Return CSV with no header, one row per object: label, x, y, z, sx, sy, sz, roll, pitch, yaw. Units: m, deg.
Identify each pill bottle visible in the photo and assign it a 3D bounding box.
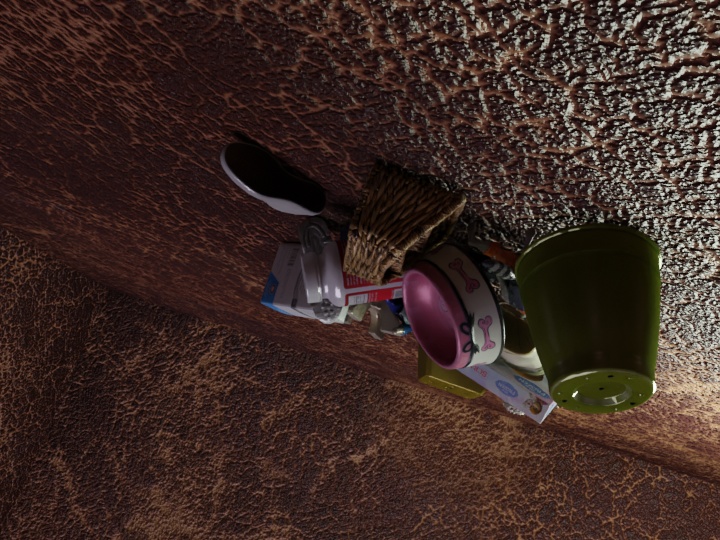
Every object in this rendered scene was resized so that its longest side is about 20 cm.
pill bottle,0.000,0.000,1.150,0.197,0.114,0.112,-8,167,-7

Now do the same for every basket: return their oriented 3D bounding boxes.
basket,0.061,-0.044,1.001,0.147,0.144,0.200,19,166,2

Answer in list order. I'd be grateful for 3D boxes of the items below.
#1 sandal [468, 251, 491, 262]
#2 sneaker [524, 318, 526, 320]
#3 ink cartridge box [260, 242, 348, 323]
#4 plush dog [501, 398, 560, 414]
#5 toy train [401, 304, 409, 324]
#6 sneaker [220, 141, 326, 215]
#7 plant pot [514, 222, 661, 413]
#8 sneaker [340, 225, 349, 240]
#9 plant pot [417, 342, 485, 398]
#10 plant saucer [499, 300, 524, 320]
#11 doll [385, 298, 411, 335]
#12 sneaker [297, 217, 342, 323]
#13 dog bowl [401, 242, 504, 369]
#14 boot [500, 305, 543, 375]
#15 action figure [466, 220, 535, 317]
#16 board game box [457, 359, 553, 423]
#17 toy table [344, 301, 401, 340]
sandal,0.186,-0.001,1.177,0.199,0.049,0.075,7,161,38
sneaker,0.324,0.082,1.194,0.075,0.082,0.200,1,164,10
ink cartridge box,-0.107,0.025,1.451,0.198,0.147,0.083,5,160,44
plush dog,0.384,0.202,1.395,0.171,0.201,0.161,14,149,47
toy train,0.145,0.065,1.340,0.084,0.116,0.200,-4,158,27
sneaker,-0.154,-0.137,1.077,0.199,0.074,0.084,30,160,-38
plant pot,0.309,0.076,0.889,0.197,0.195,0.201,4,145,3
sneaker,0.001,-0.027,1.282,0.081,0.075,0.200,-1,156,1
plant pot,0.227,0.188,1.548,0.198,0.178,0.200,20,165,1
plant saucer,0.321,0.120,1.304,0.199,0.032,0.201,29,-159,-12
doll,0.093,0.075,1.414,0.048,0.138,0.200,-5,141,36
sneaker,-0.069,0.003,1.264,0.075,0.203,0.081,-8,167,-3
dog bowl,0.135,0.063,1.037,0.073,0.202,0.200,-20,177,-19
boot,0.232,0.102,1.159,0.199,0.072,0.155,34,174,34
action figure,0.227,0.008,1.049,0.198,0.105,0.194,-3,140,38
board game box,0.282,0.185,1.245,0.199,0.042,0.199,31,-160,22
toy table,0.030,0.076,1.522,0.182,0.118,0.200,6,159,40
